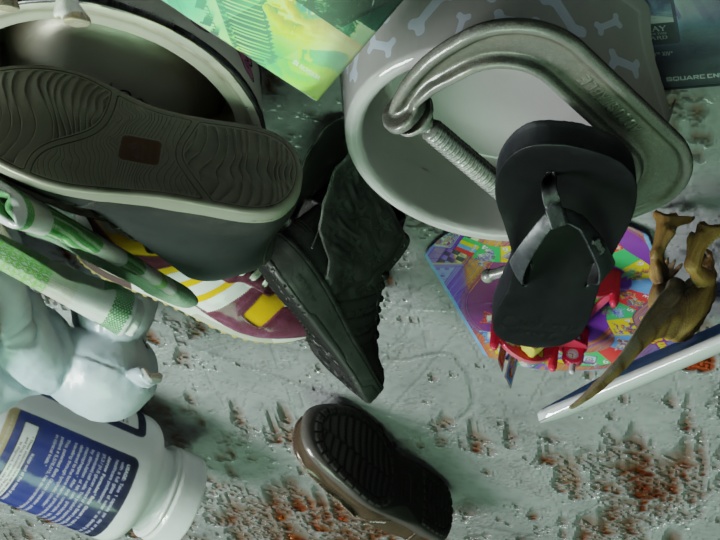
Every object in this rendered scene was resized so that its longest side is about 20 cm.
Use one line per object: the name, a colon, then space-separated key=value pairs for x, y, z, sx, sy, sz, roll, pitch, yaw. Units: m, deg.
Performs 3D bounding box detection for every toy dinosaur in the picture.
toy dinosaur: x=0.197 y=0.021 z=1.001 sx=0.060 sy=0.108 sz=0.199 roll=11 pitch=-168 yaw=27

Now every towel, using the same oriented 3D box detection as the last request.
towel: x=-0.200 y=-0.032 z=0.958 sx=0.152 sy=0.024 sz=0.200 roll=26 pitch=175 yaw=25
towel: x=-0.224 y=-0.021 z=0.956 sx=0.199 sy=0.031 sz=0.149 roll=30 pitch=173 yaw=-13

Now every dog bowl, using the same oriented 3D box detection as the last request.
dog bowl: x=0.080 y=-0.089 z=0.904 sx=0.198 sy=0.059 sz=0.201 roll=7 pitch=147 yaw=5
dog bowl: x=-0.146 y=-0.115 z=0.942 sx=0.198 sy=0.074 sz=0.201 roll=6 pitch=145 yaw=4

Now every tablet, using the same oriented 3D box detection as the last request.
tablet: x=0.222 y=0.051 z=1.059 sx=0.199 sy=0.014 sz=0.130 roll=-28 pitch=175 yaw=36

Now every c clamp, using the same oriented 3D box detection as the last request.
c clamp: x=0.086 y=-0.058 z=0.870 sx=0.170 sy=0.027 sz=0.200 roll=-16 pitch=139 yaw=34

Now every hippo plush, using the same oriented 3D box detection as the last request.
hippo plush: x=-0.215 y=0.050 z=1.114 sx=0.159 sy=0.202 sz=0.159 roll=7 pitch=170 yaw=-11

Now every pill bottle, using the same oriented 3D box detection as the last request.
pill bottle: x=-0.232 y=0.157 z=1.329 sx=0.199 sy=0.112 sz=0.111 roll=27 pitch=143 yaw=-23

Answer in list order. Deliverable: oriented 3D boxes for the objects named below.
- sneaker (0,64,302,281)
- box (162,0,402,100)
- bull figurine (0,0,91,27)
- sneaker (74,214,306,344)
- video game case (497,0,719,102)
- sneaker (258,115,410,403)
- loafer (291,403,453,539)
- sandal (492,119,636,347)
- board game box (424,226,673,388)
sneaker: x=-0.137 y=-0.045 z=0.910 sx=0.198 sy=0.075 sz=0.106 roll=16 pitch=151 yaw=-4
box: x=-0.018 y=-0.193 z=0.759 sx=0.144 sy=0.037 sz=0.200 roll=30 pitch=119 yaw=-25
bull figurine: x=-0.189 y=-0.188 z=0.823 sx=0.198 sy=0.123 sz=0.065 roll=-1 pitch=174 yaw=28
sneaker: x=-0.096 y=-0.011 z=1.079 sx=0.198 sy=0.076 sz=0.090 roll=17 pitch=151 yaw=-12
video game case: x=0.126 y=-0.165 z=0.848 sx=0.141 sy=0.019 sz=0.201 roll=-2 pitch=145 yaw=18
sneaker: x=-0.002 y=-0.001 z=1.051 sx=0.060 sy=0.104 sz=0.200 roll=35 pitch=165 yaw=41
loafer: x=0.000 y=0.179 z=1.334 sx=0.070 sy=0.074 sz=0.200 roll=-16 pitch=138 yaw=32
sandal: x=0.111 y=-0.010 z=0.882 sx=0.075 sy=0.043 sz=0.201 roll=1 pitch=145 yaw=4
board game box: x=0.137 y=0.033 z=1.114 sx=0.156 sy=0.039 sz=0.200 roll=-6 pitch=144 yaw=23
